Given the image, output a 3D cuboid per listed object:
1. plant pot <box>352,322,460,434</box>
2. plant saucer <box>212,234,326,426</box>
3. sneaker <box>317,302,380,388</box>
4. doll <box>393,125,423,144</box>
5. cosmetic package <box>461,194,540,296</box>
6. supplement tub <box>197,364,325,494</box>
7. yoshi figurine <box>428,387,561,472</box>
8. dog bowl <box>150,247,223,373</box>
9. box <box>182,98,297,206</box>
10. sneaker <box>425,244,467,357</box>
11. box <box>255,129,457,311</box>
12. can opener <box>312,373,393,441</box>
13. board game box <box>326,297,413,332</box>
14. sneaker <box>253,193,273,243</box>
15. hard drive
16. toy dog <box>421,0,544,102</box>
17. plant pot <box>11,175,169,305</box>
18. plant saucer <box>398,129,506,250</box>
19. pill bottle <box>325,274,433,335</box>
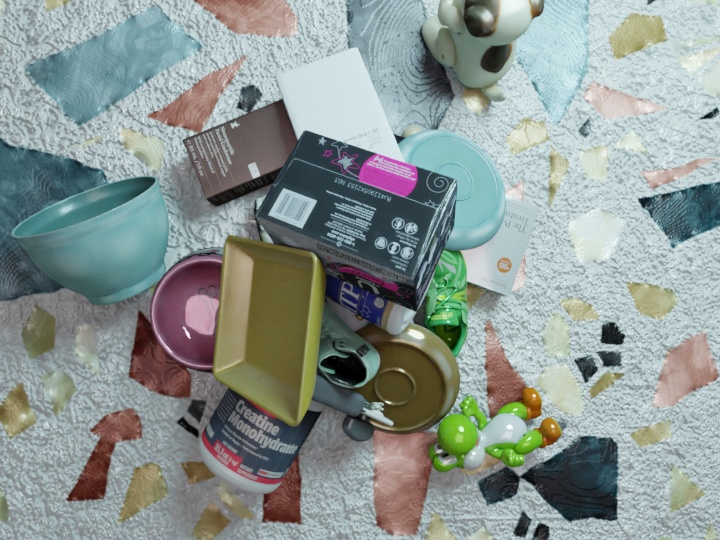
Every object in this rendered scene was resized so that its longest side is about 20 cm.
[{"bbox_3d":[0.053,0.173,0.800,0.198,0.028,0.202,3,110,8],"label":"plant pot"},{"bbox_3d":[-0.112,0.065,0.664,0.048,0.199,0.202,0,99,-44],"label":"plant saucer"},{"bbox_3d":[-0.061,0.087,0.717,0.199,0.118,0.074,33,93,4],"label":"sneaker"},{"bbox_3d":[0.026,-0.171,0.806,0.199,0.049,0.136,-37,66,-23],"label":"doll"},{"bbox_3d":[0.166,-0.063,0.839,0.198,0.052,0.152,19,91,-2],"label":"cosmetic package"},{"bbox_3d":[-0.135,0.206,0.774,0.139,0.140,0.201,30,88,-2],"label":"supplement tub"},{"bbox_3d":[0.199,0.247,0.802,0.198,0.112,0.113,-18,90,-7],"label":"yoshi figurine"},{"bbox_3d":[-0.230,0.063,0.805,0.198,0.074,0.203,0,89,-2],"label":"dog bowl"},{"bbox_3d":[-0.160,-0.186,0.814,0.198,0.075,0.101,-24,89,-5],"label":"box"},{"bbox_3d":[0.130,0.044,0.787,0.073,0.084,0.202,-10,113,14],"label":"sneaker"},{"bbox_3d":[0.000,-0.057,0.626,0.198,0.115,0.133,22,73,17],"label":"box"},{"bbox_3d":[-0.024,0.192,0.731,0.200,0.052,0.067,41,72,-41],"label":"can opener"},{"bbox_3d":[0.000,0.000,0.815,0.125,0.035,0.202,-12,90,20],"label":"board game box"},{"bbox_3d":[-0.109,-0.025,0.815,0.079,0.077,0.202,-13,90,-12],"label":"sneaker"},{"bbox_3d":[-0.031,-0.215,0.755,0.131,0.027,0.202,-20,76,-3],"label":"hard drive"},{"bbox_3d":[0.181,-0.359,0.769,0.138,0.200,0.196,-10,89,-2],"label":"toy dog"},{"bbox_3d":[-0.364,-0.036,0.756,0.198,0.201,0.135,-18,117,-3],"label":"plant pot"},{"bbox_3d":[0.135,-0.128,0.776,0.198,0.027,0.202,6,69,-17],"label":"plant saucer"},{"bbox_3d":[-0.007,-0.007,0.734,0.199,0.120,0.121,28,88,17],"label":"pill bottle"}]
